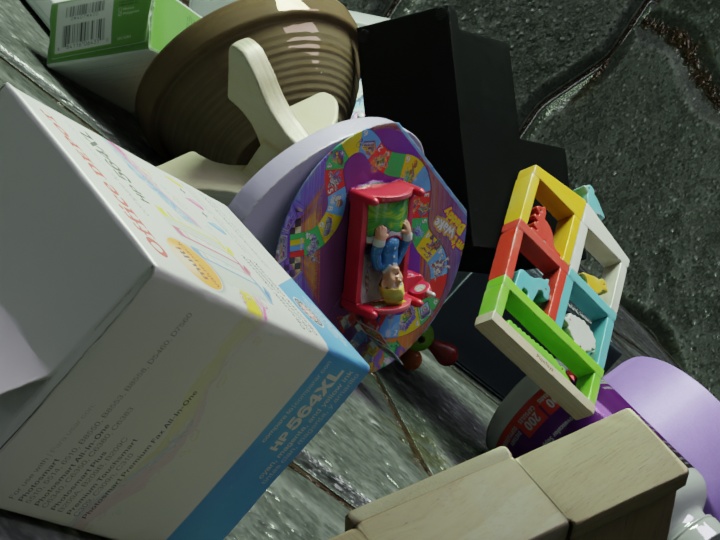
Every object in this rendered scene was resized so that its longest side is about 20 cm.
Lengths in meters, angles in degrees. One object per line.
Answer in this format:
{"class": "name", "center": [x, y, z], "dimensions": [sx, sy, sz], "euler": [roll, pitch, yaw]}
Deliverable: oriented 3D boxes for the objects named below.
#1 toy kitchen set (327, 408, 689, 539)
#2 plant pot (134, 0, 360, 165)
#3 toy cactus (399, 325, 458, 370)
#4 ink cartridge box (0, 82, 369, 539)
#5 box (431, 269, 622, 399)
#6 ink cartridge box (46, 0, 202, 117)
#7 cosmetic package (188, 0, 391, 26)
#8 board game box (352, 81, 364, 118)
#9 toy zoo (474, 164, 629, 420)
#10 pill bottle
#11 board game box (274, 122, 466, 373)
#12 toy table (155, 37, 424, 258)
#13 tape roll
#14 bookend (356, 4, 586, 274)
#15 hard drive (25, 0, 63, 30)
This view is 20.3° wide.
{"class": "toy kitchen set", "center": [0.059, 0.193, 0.737], "dimensions": [0.180, 0.200, 0.163], "euler": [48, -31, 38]}
{"class": "plant pot", "center": [-0.078, -0.131, 1.662], "dimensions": [0.201, 0.201, 0.093], "euler": [29, 31, -58]}
{"class": "toy cactus", "center": [0.000, 0.000, 1.715], "dimensions": [0.165, 0.102, 0.200], "euler": [24, 27, -34]}
{"class": "ink cartridge box", "center": [-0.117, 0.025, 0.862], "dimensions": [0.129, 0.125, 0.200], "euler": [47, 9, 31]}
{"class": "box", "center": [0.131, 0.032, 2.027], "dimensions": [0.197, 0.117, 0.200], "euler": [38, 10, -28]}
{"class": "ink cartridge box", "center": [-0.168, -0.175, 1.716], "dimensions": [0.200, 0.104, 0.059], "euler": [29, 59, -58]}
{"class": "cosmetic package", "center": [-0.065, -0.213, 2.053], "dimensions": [0.199, 0.123, 0.200], "euler": [13, 11, 8]}
{"class": "board game box", "center": [-0.048, -0.152, 1.862], "dimensions": [0.200, 0.200, 0.026], "euler": [48, -23, 26]}
{"class": "toy zoo", "center": [0.162, 0.005, 1.634], "dimensions": [0.131, 0.020, 0.200], "euler": [42, 46, -27]}
{"class": "pill bottle", "center": [0.203, 0.171, 1.644], "dimensions": [0.200, 0.112, 0.112], "euler": [45, 9, 25]}
{"class": "board game box", "center": [0.024, -0.011, 1.500], "dimensions": [0.039, 0.158, 0.200], "euler": [23, -19, 42]}
{"class": "toy table", "center": [-0.061, -0.072, 1.522], "dimensions": [0.200, 0.184, 0.117], "euler": [-18, 42, -42]}
{"class": "tape roll", "center": [0.269, 0.175, 1.753], "dimensions": [0.200, 0.066, 0.200], "euler": [44, -25, 26]}
{"class": "bookend", "center": [0.096, -0.104, 1.695], "dimensions": [0.199, 0.092, 0.200], "euler": [4, 78, -56]}
{"class": "hard drive", "center": [-0.253, -0.220, 1.856], "dimensions": [0.132, 0.027, 0.200], "euler": [33, 11, -48]}
